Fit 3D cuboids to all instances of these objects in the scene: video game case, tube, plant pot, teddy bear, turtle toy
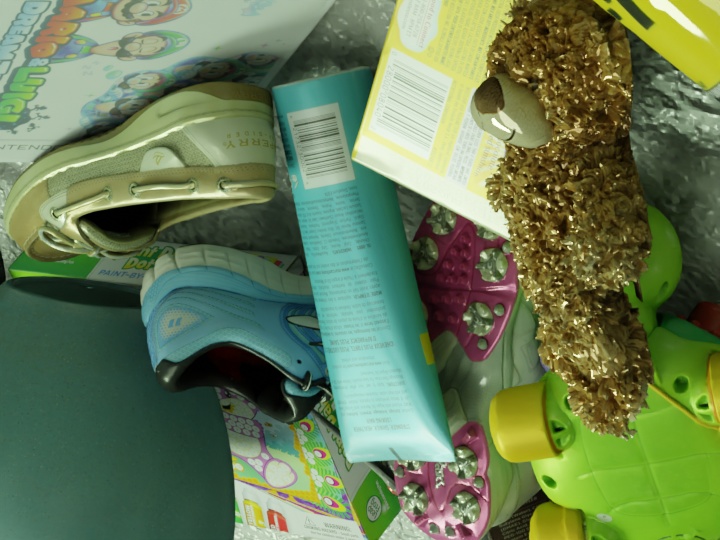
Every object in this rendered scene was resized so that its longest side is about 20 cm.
[{"bbox_3d":[-0.124,-0.106,1.166,0.200,0.182,0.024,-45,52,53],"label":"video game case"},{"bbox_3d":[0.000,0.000,1.180,0.077,0.050,0.200,-5,97,52],"label":"tube"},{"bbox_3d":[-0.162,0.077,1.313,0.200,0.200,0.135,12,98,30],"label":"plant pot"},{"bbox_3d":[0.087,-0.022,1.021,0.067,0.145,0.200,-9,134,-1],"label":"teddy bear"},{"bbox_3d":[0.140,0.057,1.154,0.146,0.101,0.200,-10,123,17],"label":"turtle toy"}]

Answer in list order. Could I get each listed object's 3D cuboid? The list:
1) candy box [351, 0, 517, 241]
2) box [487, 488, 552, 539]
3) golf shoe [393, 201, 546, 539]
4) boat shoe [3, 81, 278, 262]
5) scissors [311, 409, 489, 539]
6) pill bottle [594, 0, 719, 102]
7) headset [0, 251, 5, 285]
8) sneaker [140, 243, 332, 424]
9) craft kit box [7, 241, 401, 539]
[{"bbox_3d":[0.065,-0.110,1.073,0.102,0.026,0.200,27,130,11],"label":"candy box"},{"bbox_3d":[0.123,0.188,1.234,0.075,0.200,0.100,-23,124,0],"label":"box"},{"bbox_3d":[0.068,0.039,1.212,0.075,0.092,0.200,20,111,38],"label":"golf shoe"},{"bbox_3d":[-0.116,-0.036,1.222,0.201,0.073,0.063,-23,70,40],"label":"boat shoe"},{"bbox_3d":[0.029,0.130,1.360,0.200,0.073,0.014,44,106,-4],"label":"scissors"},{"bbox_3d":[0.115,-0.162,0.935,0.200,0.114,0.114,39,143,0],"label":"pill bottle"},{"bbox_3d":[-0.267,0.044,1.444,0.123,0.094,0.200,15,111,50],"label":"headset"},{"bbox_3d":[-0.021,0.051,1.255,0.200,0.090,0.078,7,140,-7],"label":"sneaker"},{"bbox_3d":[-0.092,0.070,1.412,0.200,0.049,0.198,5,129,36],"label":"craft kit box"}]
